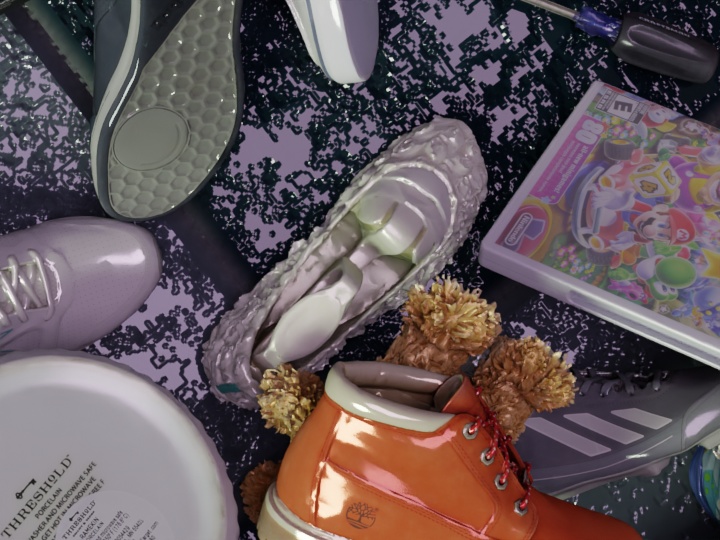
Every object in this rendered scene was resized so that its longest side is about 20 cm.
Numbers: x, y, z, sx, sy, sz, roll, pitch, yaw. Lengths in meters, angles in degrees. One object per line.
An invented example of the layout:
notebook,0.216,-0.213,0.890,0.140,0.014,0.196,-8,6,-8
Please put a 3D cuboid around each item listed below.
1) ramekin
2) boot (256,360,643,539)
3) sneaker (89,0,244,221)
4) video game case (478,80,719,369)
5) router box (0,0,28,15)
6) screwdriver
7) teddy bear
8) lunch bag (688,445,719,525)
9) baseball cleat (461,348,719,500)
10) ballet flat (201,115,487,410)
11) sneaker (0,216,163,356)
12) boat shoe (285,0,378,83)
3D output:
ramekin,-0.153,0.133,1.145,0.200,0.105,0.200,8,62,-15
boot,0.060,0.107,1.132,0.200,0.075,0.107,15,110,-12
sneaker,-0.112,-0.140,1.203,0.077,0.146,0.203,-3,126,-25
video game case,0.181,-0.016,1.214,0.200,0.018,0.143,24,52,17
router box,-0.261,-0.173,1.156,0.200,0.062,0.150,-29,68,-10
screwdriver,0.104,-0.147,1.272,0.200,0.028,0.029,23,55,-9
teddy bear,0.019,0.090,1.186,0.200,0.067,0.145,-31,122,18
lunch bag,0.287,0.079,1.278,0.161,0.082,0.200,26,85,-9
baseball cleat,0.113,0.070,1.228,0.200,0.070,0.107,-25,93,10
ballet flat,0.000,0.000,1.232,0.072,0.072,0.200,44,82,-8
sneaker,-0.195,0.019,1.189,0.200,0.080,0.071,-14,91,-12
boat shoe,-0.042,-0.193,1.230,0.065,0.074,0.200,-11,99,21
